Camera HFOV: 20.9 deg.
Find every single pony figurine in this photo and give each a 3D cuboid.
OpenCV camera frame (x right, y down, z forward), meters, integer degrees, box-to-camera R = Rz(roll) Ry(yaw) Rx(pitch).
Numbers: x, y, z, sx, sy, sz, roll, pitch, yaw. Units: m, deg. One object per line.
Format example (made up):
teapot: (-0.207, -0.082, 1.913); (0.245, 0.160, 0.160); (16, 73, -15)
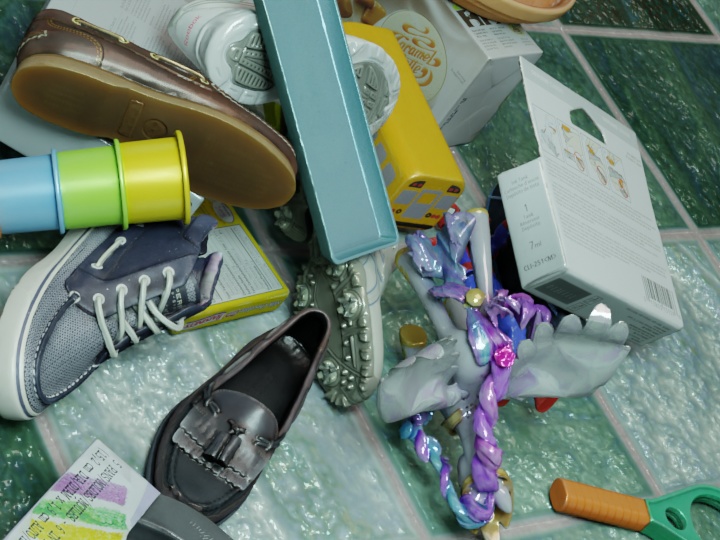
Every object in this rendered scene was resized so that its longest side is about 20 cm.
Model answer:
pony figurine: (0.077, 0.061, 1.304); (0.165, 0.194, 0.201); (-6, 53, -10)

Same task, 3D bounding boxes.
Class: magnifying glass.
magnifying glass: (0.223, 0.183, 1.438); (0.199, 0.022, 0.080); (15, 43, -28)

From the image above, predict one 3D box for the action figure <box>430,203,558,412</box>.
action figure: (0.106, 0.000, 1.454); (0.065, 0.099, 0.200); (11, 34, -32)

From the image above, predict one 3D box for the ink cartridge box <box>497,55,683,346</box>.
ink cartridge box: (0.168, -0.049, 1.480); (0.200, 0.043, 0.175); (24, 49, -53)

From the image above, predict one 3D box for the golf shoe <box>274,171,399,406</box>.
golf shoe: (0.000, 0.000, 1.371); (0.097, 0.078, 0.201); (9, 60, -39)

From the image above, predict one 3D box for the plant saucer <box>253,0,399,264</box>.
plant saucer: (-0.026, -0.107, 1.308); (0.070, 0.019, 0.201); (-19, 96, -47)

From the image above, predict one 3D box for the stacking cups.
stacking cups: (-0.207, -0.052, 1.211); (0.198, 0.061, 0.061); (-4, 49, -9)

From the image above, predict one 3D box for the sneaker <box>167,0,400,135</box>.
sneaker: (-0.053, -0.152, 1.384); (0.199, 0.078, 0.099); (21, 12, -47)

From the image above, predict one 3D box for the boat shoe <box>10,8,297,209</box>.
boat shoe: (-0.127, -0.109, 1.267); (0.199, 0.070, 0.071); (27, 42, -19)

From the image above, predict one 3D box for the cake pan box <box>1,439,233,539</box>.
cake pan box: (-0.130, 0.210, 1.079); (0.184, 0.052, 0.200); (42, 36, 0)

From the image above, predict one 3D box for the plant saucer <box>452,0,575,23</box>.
plant saucer: (0.088, -0.270, 1.592); (0.199, 0.037, 0.201); (28, 34, -21)

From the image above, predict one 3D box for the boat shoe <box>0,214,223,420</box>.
boat shoe: (-0.151, 0.021, 1.206); (0.092, 0.075, 0.200); (2, 35, 16)

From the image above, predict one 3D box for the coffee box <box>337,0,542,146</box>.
coffee box: (0.042, -0.212, 1.615); (0.079, 0.114, 0.200); (-14, 62, -48)

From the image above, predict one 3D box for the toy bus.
toy bus: (0.007, -0.122, 1.519); (0.065, 0.078, 0.201); (5, 49, -38)

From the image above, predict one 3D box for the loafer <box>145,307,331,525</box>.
loafer: (-0.074, 0.087, 1.243); (0.072, 0.063, 0.200); (38, 36, -2)

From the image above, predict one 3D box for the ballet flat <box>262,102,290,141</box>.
ballet flat: (-0.044, -0.113, 1.464); (0.066, 0.067, 0.202); (-9, 86, -23)

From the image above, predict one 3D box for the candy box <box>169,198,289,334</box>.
candy box: (-0.140, -0.047, 1.358); (0.102, 0.026, 0.200); (-14, 61, -45)

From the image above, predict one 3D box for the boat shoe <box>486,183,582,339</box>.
boat shoe: (0.150, -0.007, 1.531); (0.084, 0.069, 0.201); (17, 43, -28)

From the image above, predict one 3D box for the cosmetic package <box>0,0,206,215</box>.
cosmetic package: (-0.163, -0.129, 1.359); (0.150, 0.052, 0.201); (33, 36, -15)
